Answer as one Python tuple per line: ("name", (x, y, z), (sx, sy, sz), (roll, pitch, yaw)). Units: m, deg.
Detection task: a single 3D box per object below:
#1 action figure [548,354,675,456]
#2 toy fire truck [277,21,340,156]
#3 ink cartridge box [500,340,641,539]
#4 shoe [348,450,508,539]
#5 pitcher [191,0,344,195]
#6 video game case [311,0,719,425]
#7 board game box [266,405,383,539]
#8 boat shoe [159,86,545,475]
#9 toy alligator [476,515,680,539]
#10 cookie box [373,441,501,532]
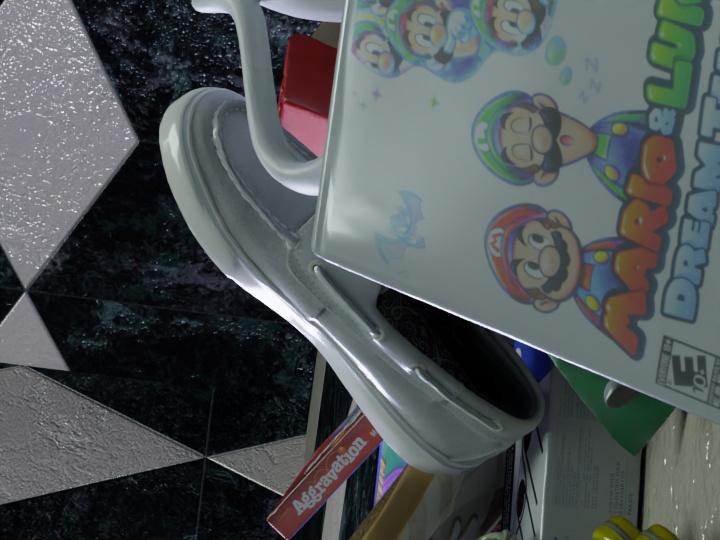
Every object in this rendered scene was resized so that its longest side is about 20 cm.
("action figure", (0.057, -0.033, 0.842), (0.200, 0.054, 0.119), (47, 130, 35))
("toy fire truck", (0.044, -0.123, 1.076), (0.049, 0.140, 0.201), (102, -175, -53))
("ink cartridge box", (0.092, 0.067, 0.934), (0.094, 0.044, 0.202), (113, 164, -70))
("shoe", (0.047, 0.102, 0.981), (0.070, 0.053, 0.200), (-56, -9, 27))
("pitcher", (-0.017, -0.132, 0.854), (0.172, 0.121, 0.200), (-51, 47, -1))
("video game case", (0.070, -0.070, 0.707), (0.024, 0.181, 0.202), (-20, -55, -50))
("board game box", (0.030, 0.055, 1.150), (0.200, 0.019, 0.103), (-48, 1, 21))
("boat shoe", (0.000, 0.000, 0.881), (0.068, 0.201, 0.072), (-28, 12, 44))
("toy alligator", (0.085, 0.129, 0.794), (0.054, 0.059, 0.200), (55, 168, -6))
("cookie box", (0.045, 0.180, 1.197), (0.171, 0.074, 0.202), (133, 143, -81))
